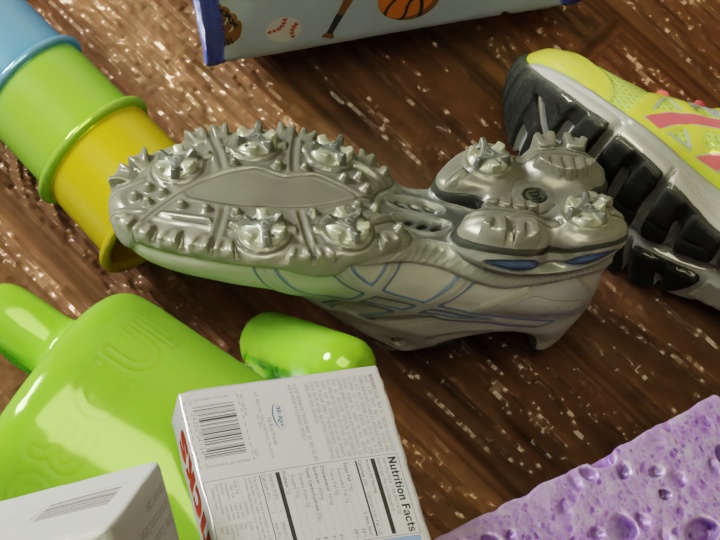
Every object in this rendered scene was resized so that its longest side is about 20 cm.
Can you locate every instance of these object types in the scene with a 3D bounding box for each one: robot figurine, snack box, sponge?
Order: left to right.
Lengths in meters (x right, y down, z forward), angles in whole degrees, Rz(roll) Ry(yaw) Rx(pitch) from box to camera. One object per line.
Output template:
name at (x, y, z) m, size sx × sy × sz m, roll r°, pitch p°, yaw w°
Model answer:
robot figurine at (-0.066, 0.088, 0.803) m, size 0.199 × 0.116 × 0.176 m, roll 33°, pitch 78°, yaw 6°
snack box at (-0.004, 0.123, 0.697) m, size 0.071 × 0.024 × 0.201 m, roll -6°, pitch 57°, yaw -17°
sponge at (0.076, 0.128, 0.744) m, size 0.199 × 0.030 × 0.112 m, roll -23°, pitch 62°, yaw -26°

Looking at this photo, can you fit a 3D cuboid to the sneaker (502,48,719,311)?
sneaker at (0.150, -0.036, 0.896) m, size 0.199 × 0.078 × 0.090 m, roll 33°, pitch 61°, yaw 4°

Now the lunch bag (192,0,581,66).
lunch bag at (-0.006, -0.206, 0.924) m, size 0.169 × 0.124 × 0.201 m, roll -8°, pitch 56°, yaw -7°

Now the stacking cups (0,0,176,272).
stacking cups at (-0.144, -0.091, 0.899) m, size 0.060 × 0.061 × 0.200 m, roll -38°, pitch 75°, yaw -16°

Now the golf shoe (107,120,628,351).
golf shoe at (0.000, 0.000, 0.851) m, size 0.199 × 0.098 × 0.079 m, roll 4°, pitch 43°, yaw -8°

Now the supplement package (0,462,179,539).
supplement package at (-0.093, 0.174, 0.659) m, size 0.109 × 0.114 × 0.201 m, roll -14°, pitch 94°, yaw 3°
